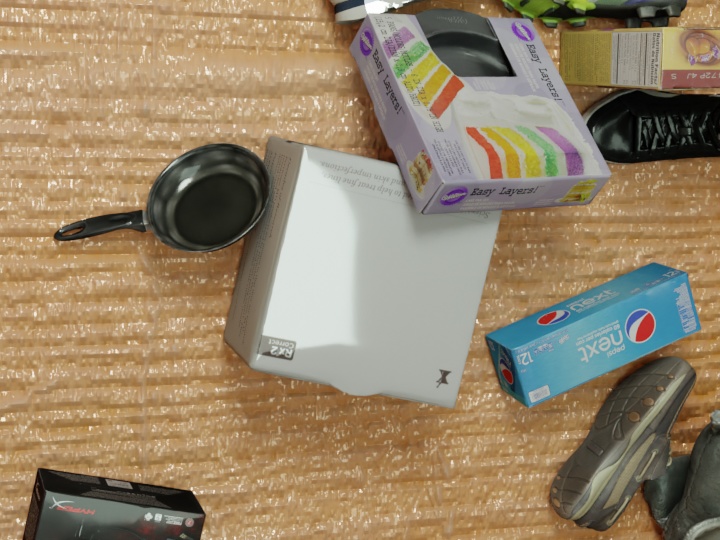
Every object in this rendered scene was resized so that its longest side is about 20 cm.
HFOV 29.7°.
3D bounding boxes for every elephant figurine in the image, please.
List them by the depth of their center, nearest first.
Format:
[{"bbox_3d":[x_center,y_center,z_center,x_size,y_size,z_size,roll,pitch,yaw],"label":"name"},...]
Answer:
[{"bbox_3d":[0.357,0.253,1.386,0.155,0.141,0.200,42,102,9],"label":"elephant figurine"}]

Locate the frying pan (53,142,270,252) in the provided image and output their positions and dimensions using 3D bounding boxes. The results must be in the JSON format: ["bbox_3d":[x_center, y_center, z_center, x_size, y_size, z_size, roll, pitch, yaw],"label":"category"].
[{"bbox_3d":[-0.162,-0.040,1.185,0.189,0.115,0.031,-34,146,-7],"label":"frying pan"}]

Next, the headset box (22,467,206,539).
[{"bbox_3d":[-0.237,0.293,1.223,0.148,0.077,0.202,13,94,-19],"label":"headset box"}]

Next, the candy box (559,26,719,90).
[{"bbox_3d":[0.275,-0.193,1.238,0.116,0.200,0.057,-2,101,-17],"label":"candy box"}]

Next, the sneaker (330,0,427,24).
[{"bbox_3d":[0.059,-0.286,1.225,0.198,0.076,0.081,-20,95,-15],"label":"sneaker"}]

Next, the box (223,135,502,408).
[{"bbox_3d":[0.000,0.000,1.220,0.197,0.131,0.202,12,95,-19],"label":"box"}]

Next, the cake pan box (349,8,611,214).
[{"bbox_3d":[0.103,-0.143,1.198,0.183,0.052,0.201,-2,56,-30],"label":"cake pan box"}]

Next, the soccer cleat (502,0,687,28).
[{"bbox_3d":[0.217,-0.277,1.287,0.198,0.065,0.085,1,80,-16],"label":"soccer cleat"}]

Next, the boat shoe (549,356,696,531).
[{"bbox_3d":[0.274,0.176,1.373,0.073,0.075,0.201,36,96,-24],"label":"boat shoe"}]

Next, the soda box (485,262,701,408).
[{"bbox_3d":[0.229,0.061,1.336,0.198,0.068,0.065,-22,106,-13],"label":"soda box"}]

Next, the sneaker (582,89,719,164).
[{"bbox_3d":[0.318,-0.141,1.308,0.198,0.112,0.074,-7,100,-16],"label":"sneaker"}]
